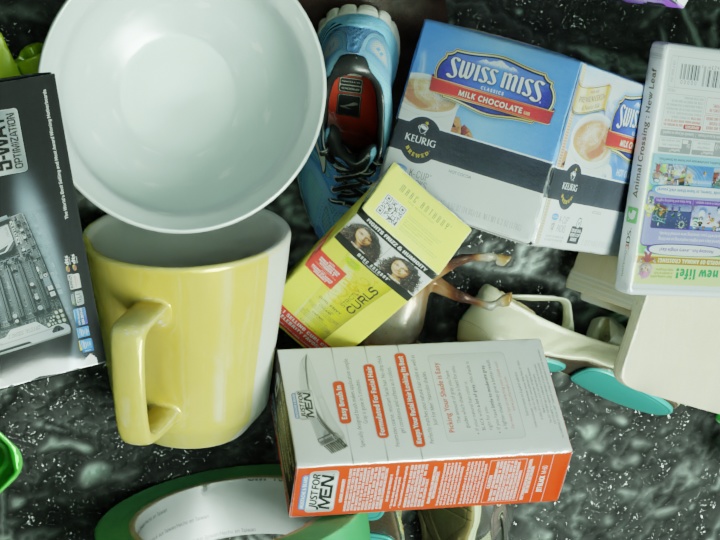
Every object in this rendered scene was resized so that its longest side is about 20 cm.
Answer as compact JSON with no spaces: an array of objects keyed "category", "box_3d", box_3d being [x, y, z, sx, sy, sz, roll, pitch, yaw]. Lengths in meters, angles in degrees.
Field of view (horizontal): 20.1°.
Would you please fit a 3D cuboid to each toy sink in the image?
[{"category":"toy sink","box_3d":[0.249,-0.004,1.589,0.130,0.112,0.201,16,93,-30]}]

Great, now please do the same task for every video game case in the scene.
[{"category":"video game case","box_3d":[0.283,-0.070,1.511,0.199,0.022,0.183,2,100,-33]}]

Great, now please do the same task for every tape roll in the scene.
[{"category":"tape roll","box_3d":[-0.092,0.197,1.479,0.199,0.200,0.048,-11,104,-16]}]

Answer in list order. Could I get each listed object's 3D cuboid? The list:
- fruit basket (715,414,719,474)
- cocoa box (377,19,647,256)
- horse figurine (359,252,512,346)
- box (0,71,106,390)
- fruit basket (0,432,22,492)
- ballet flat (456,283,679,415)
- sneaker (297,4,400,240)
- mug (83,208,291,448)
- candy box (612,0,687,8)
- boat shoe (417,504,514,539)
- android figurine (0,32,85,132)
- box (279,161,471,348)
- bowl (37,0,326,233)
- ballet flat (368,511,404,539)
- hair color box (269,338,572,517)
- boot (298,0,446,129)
[{"category":"fruit basket","box_3d":[0.402,0.104,1.681,0.199,0.094,0.186,17,96,-24]},{"category":"cocoa box","box_3d":[0.124,-0.093,1.475,0.200,0.133,0.132,5,102,-62]},{"category":"horse figurine","box_3d":[0.046,0.044,1.557,0.132,0.050,0.201,11,112,14]},{"category":"box","box_3d":[-0.264,-0.020,1.337,0.157,0.050,0.201,-13,98,-30]},{"category":"fruit basket","box_3d":[-0.347,0.152,1.386,0.216,0.216,0.156,-43,111,-5]},{"category":"ballet flat","box_3d":[0.172,0.058,1.614,0.199,0.069,0.070,18,96,-20]},{"category":"sneaker","box_3d":[-0.012,-0.086,1.465,0.078,0.090,0.201,2,122,4]},{"category":"mug","box_3d":[-0.137,0.047,1.462,0.186,0.149,0.154,-19,118,-40]},{"category":"candy box","box_3d":[0.140,-0.275,1.470,0.199,0.168,0.072,31,89,-21]},{"category":"boat shoe","box_3d":[0.086,0.189,1.594,0.066,0.072,0.202,-27,132,-29]},{"category":"android figurine","box_3d":[-0.285,-0.088,1.441,0.181,0.041,0.201,-25,106,-12]},{"category":"box","box_3d":[0.000,0.000,1.454,0.075,0.200,0.050,41,59,-5]},{"category":"bowl","box_3d":[-0.128,-0.127,1.438,0.200,0.090,0.202,0,92,-8]},{"category":"ballet flat","box_3d":[0.006,0.188,1.580,0.070,0.071,0.201,-5,115,-17]},{"category":"hair color box","box_3d":[0.041,0.112,1.465,0.199,0.111,0.064,-1,136,-11]},{"category":"boot","box_3d":[-0.033,-0.175,1.489,0.199,0.072,0.167,-2,109,-9]}]
